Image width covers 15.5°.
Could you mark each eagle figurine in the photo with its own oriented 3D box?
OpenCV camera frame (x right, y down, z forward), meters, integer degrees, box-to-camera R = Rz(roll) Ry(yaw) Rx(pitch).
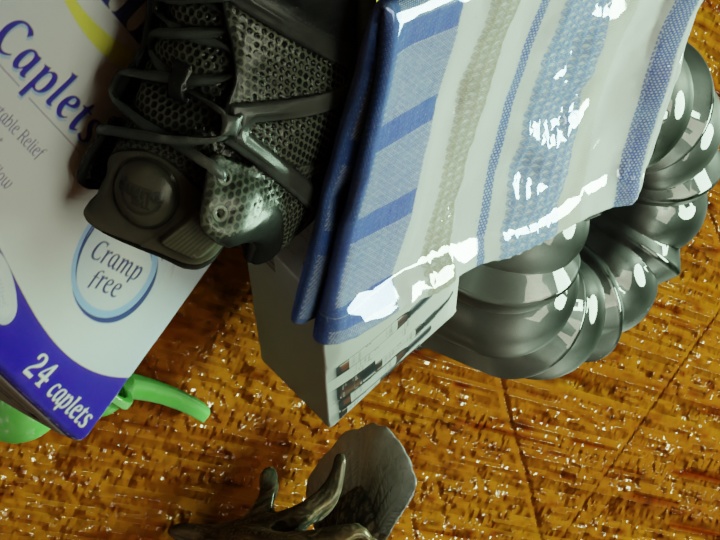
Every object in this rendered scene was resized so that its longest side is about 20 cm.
[{"bbox_3d":[-0.011,0.189,1.230,0.150,0.152,0.201,-25,121,8],"label":"eagle figurine"}]

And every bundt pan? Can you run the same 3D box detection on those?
[{"bbox_3d":[0.104,-0.031,1.263,0.202,0.076,0.203,-38,146,-31],"label":"bundt pan"}]

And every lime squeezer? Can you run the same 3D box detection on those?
[{"bbox_3d":[-0.125,0.063,1.097,0.199,0.038,0.071,-20,126,-44],"label":"lime squeezer"}]

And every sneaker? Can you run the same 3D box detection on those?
[{"bbox_3d":[-0.050,-0.076,0.894,0.114,0.076,0.200,-51,149,-27],"label":"sneaker"}]

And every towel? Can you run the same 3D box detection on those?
[{"bbox_3d":[0.059,-0.060,0.980,0.199,0.024,0.148,-24,139,-44],"label":"towel"}]

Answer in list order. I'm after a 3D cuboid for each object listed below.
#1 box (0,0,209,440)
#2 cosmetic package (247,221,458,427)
[{"bbox_3d":[-0.120,-0.074,0.963,0.201,0.105,0.184,-55,143,-12],"label":"box"},{"bbox_3d":[0.000,0.000,1.093,0.083,0.051,0.200,-44,168,-11],"label":"cosmetic package"}]
